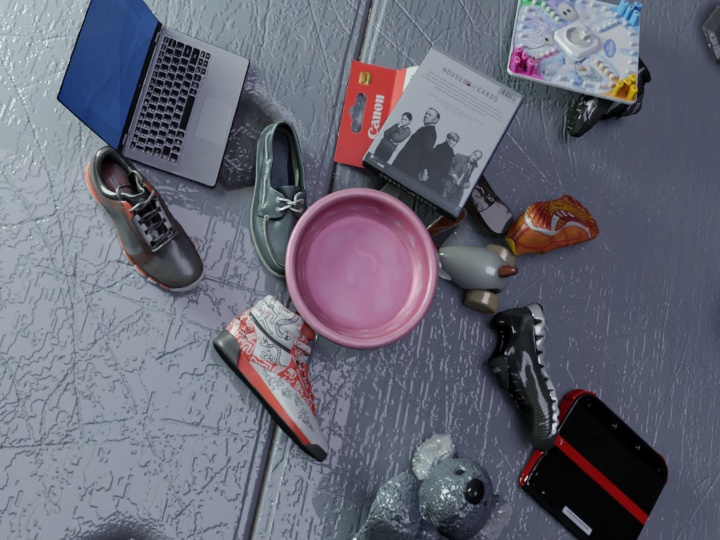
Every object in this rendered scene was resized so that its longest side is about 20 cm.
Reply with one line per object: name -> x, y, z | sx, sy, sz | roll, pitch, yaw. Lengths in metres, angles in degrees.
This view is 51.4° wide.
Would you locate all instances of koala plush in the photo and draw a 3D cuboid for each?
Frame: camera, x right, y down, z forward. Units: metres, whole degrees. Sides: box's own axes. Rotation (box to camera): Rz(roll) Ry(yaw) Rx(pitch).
koala plush -> 0.097, 0.306, 0.920 | 0.177, 0.185, 0.200 | 41, 47, 6

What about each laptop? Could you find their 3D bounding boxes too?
laptop -> -0.242, -0.235, 0.918 | 0.195, 0.116, 0.192 | 17, 74, -15

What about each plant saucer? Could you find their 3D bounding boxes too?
plant saucer -> 0.000, 0.000, 0.953 | 0.195, 0.051, 0.207 | 3, 76, -10

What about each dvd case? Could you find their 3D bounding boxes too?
dvd case -> 0.112, -0.187, 1.004 | 0.148, 0.025, 0.203 | 30, 74, 5

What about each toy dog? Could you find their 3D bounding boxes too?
toy dog -> 0.136, -0.016, 1.016 | 0.194, 0.096, 0.136 | 5, 76, -18

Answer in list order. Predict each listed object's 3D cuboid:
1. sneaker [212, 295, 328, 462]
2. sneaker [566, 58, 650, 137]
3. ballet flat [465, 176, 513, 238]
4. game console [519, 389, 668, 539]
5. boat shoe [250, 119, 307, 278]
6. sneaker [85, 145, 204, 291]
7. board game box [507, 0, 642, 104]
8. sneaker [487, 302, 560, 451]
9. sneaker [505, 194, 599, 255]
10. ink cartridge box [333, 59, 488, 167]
sneaker -> -0.081, 0.128, 0.924 | 0.108, 0.067, 0.202 | -41, 91, -20
sneaker -> 0.397, -0.269, 1.172 | 0.090, 0.066, 0.201 | 41, 66, -4
ballet flat -> 0.152, -0.134, 1.081 | 0.067, 0.046, 0.202 | -33, 86, -12
game console -> 0.336, 0.291, 1.063 | 0.199, 0.031, 0.178 | 41, 73, -7
boat shoe -> -0.103, -0.095, 0.966 | 0.071, 0.062, 0.206 | 1, 79, -21
sneaker -> -0.260, -0.061, 0.892 | 0.077, 0.082, 0.201 | -42, 94, -22
board game box -> 0.333, -0.357, 1.144 | 0.195, 0.026, 0.204 | 14, 60, 2
sneaker -> 0.218, 0.146, 1.031 | 0.088, 0.066, 0.206 | 0, 75, -16
sneaker -> 0.280, -0.062, 1.091 | 0.196, 0.077, 0.074 | -3, 57, -41
ink cartridge box -> 0.073, -0.212, 1.041 | 0.194, 0.050, 0.165 | 12, 74, -6
